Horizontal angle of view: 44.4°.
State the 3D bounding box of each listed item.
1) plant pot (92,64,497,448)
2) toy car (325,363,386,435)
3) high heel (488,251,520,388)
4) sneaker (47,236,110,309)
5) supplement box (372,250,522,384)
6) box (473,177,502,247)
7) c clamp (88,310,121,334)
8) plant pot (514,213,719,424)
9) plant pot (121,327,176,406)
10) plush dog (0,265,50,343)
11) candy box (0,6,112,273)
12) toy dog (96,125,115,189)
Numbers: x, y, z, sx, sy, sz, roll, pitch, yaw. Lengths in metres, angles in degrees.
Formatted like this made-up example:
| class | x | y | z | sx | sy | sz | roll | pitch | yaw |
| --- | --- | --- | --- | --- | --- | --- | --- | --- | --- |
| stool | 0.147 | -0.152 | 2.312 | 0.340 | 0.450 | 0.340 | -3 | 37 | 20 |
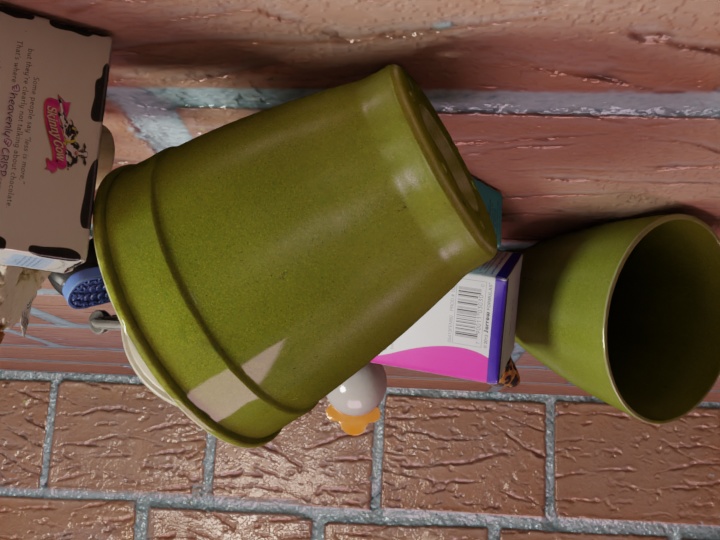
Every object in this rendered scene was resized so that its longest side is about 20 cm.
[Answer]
| class | x | y | z | sx | sy | sz | roll | pitch | yaw |
| --- | --- | --- | --- | --- | --- | --- | --- | --- | --- |
| plant pot | -0.025 | -0.023 | 0.551 | 0.191 | 0.202 | 0.200 | -28 | 159 | 15 |
| toy car | -0.025 | 0.141 | 1.315 | 0.174 | 0.203 | 0.184 | 0 | 167 | 13 |
| high heel | 0.185 | 0.064 | 1.038 | 0.141 | 0.072 | 0.200 | -27 | 129 | 19 |
| sneaker | -0.285 | -0.003 | 1.038 | 0.070 | 0.078 | 0.199 | -50 | 159 | 17 |
| supplement box | 0.047 | 0.030 | 0.849 | 0.197 | 0.103 | 0.103 | 8 | -163 | 17 |
| box | 0.036 | -0.060 | 0.722 | 0.081 | 0.050 | 0.199 | -6 | 165 | 36 |
| c clamp | -0.241 | 0.061 | 1.045 | 0.169 | 0.028 | 0.199 | 3 | 180 | 25 |
| plant pot | 0.228 | 0.033 | 0.873 | 0.185 | 0.190 | 0.199 | 11 | 180 | -34 |
| plant pot | -0.138 | 0.017 | 0.850 | 0.197 | 0.203 | 0.184 | 4 | 157 | -7 |
| plush dog | -0.375 | -0.017 | 0.779 | 0.170 | 0.162 | 0.200 | 26 | -178 | -1 |
| candy box | -0.246 | -0.082 | 0.482 | 0.198 | 0.138 | 0.061 | 10 | 168 | -28 |
| toy dog | -0.261 | -0.064 | 0.625 | 0.131 | 0.098 | 0.199 | 12 | 170 | -32 |
